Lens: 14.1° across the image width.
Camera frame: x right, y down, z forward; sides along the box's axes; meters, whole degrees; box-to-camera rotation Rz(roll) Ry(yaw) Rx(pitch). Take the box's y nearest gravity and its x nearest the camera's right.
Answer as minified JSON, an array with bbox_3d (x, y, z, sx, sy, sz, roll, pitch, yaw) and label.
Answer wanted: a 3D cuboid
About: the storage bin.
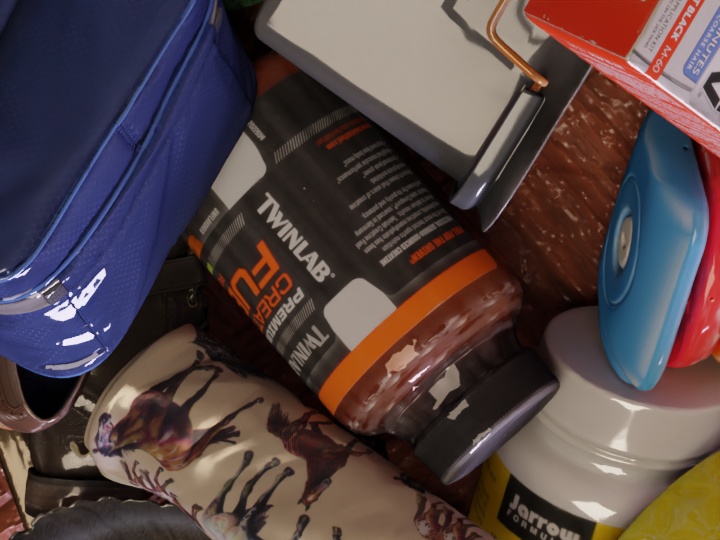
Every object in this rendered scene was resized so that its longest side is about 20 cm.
[{"bbox_3d":[0.049,-0.138,1.247,0.134,0.146,0.200,30,108,-3],"label":"storage bin"}]

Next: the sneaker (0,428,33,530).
[{"bbox_3d":[-0.153,0.058,1.443,0.076,0.070,0.200,-20,111,-9],"label":"sneaker"}]

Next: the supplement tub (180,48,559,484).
[{"bbox_3d":[0.000,0.000,1.319,0.200,0.107,0.107,49,116,11],"label":"supplement tub"}]

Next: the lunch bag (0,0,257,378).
[{"bbox_3d":[-0.137,-0.072,1.226,0.136,0.132,0.200,23,76,18],"label":"lunch bag"}]

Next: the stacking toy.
[{"bbox_3d":[0.215,0.000,1.331,0.200,0.116,0.110,7,125,-9],"label":"stacking toy"}]

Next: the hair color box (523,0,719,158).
[{"bbox_3d":[0.165,-0.104,1.186,0.064,0.200,0.111,30,91,40],"label":"hair color box"}]

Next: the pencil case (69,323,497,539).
[{"bbox_3d":[-0.032,0.108,1.310,0.200,0.078,0.089,36,85,14],"label":"pencil case"}]

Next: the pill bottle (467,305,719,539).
[{"bbox_3d":[0.108,0.125,1.391,0.114,0.114,0.200,15,117,3],"label":"pill bottle"}]

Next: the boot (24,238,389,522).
[{"bbox_3d":[-0.081,0.029,1.396,0.200,0.069,0.174,-3,97,-20],"label":"boot"}]

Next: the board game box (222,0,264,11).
[{"bbox_3d":[-0.053,-0.173,1.327,0.200,0.023,0.105,-14,115,16],"label":"board game box"}]

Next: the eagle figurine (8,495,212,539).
[{"bbox_3d":[-0.073,0.181,1.383,0.200,0.151,0.152,16,106,21],"label":"eagle figurine"}]

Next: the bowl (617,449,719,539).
[{"bbox_3d":[0.200,0.182,1.346,0.200,0.108,0.200,-23,133,-27],"label":"bowl"}]

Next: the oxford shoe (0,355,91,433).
[{"bbox_3d":[-0.126,-0.023,1.316,0.071,0.073,0.200,11,88,-22],"label":"oxford shoe"}]
